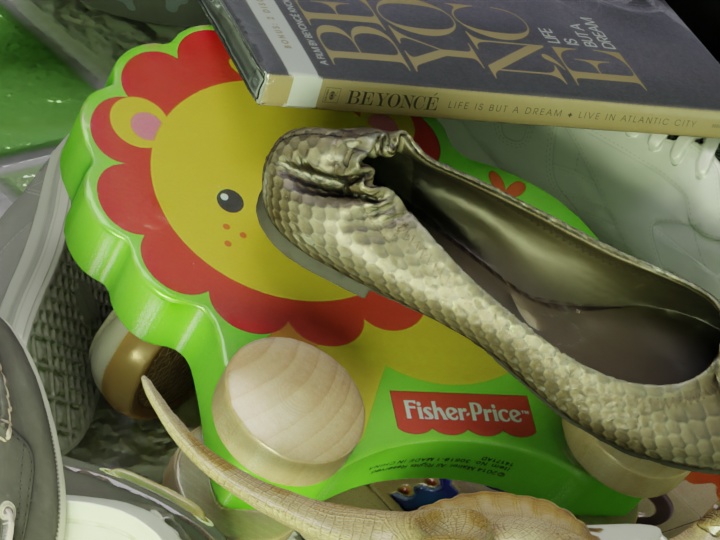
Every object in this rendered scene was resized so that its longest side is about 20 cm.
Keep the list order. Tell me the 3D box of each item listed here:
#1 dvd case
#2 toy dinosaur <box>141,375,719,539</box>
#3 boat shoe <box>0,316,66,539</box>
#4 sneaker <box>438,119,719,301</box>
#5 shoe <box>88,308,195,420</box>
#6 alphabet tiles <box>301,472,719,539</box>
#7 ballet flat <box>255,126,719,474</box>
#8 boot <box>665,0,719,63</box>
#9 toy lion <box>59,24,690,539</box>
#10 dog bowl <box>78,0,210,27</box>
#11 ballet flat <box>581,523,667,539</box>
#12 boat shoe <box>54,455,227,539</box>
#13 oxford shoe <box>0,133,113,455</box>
[{"bbox_3d":[0.032,-0.099,0.850,0.199,0.016,0.149,2,35,-26],"label":"dvd case"},{"bbox_3d":[0.029,0.085,0.653,0.199,0.058,0.101,8,24,0],"label":"toy dinosaur"},{"bbox_3d":[-0.124,0.091,0.636,0.067,0.057,0.201,-7,63,14],"label":"boat shoe"},{"bbox_3d":[0.105,-0.042,0.876,0.200,0.081,0.076,45,46,4],"label":"sneaker"},{"bbox_3d":[-0.063,-0.005,0.863,0.053,0.070,0.200,26,27,6],"label":"shoe"},{"bbox_3d":[0.079,0.101,0.791,0.166,0.006,0.200,-14,39,-30],"label":"alphabet tiles"},{"bbox_3d":[0.061,0.005,0.735,0.200,0.046,0.067,27,43,-1],"label":"ballet flat"},{"bbox_3d":[0.181,-0.077,0.908,0.210,0.080,0.158,21,34,16],"label":"boot"},{"bbox_3d":[0.000,0.000,0.781,0.199,0.069,0.192,5,54,-24],"label":"toy lion"},{"bbox_3d":[-0.075,-0.186,1.130,0.199,0.059,0.200,1,35,-1],"label":"dog bowl"},{"bbox_3d":[0.091,0.118,0.695,0.200,0.071,0.065,33,69,22],"label":"ballet flat"},{"bbox_3d":[-0.135,0.084,0.721,0.201,0.072,0.060,9,5,21],"label":"boat shoe"},{"bbox_3d":[-0.118,0.004,0.847,0.058,0.075,0.200,-14,28,18],"label":"oxford shoe"}]
